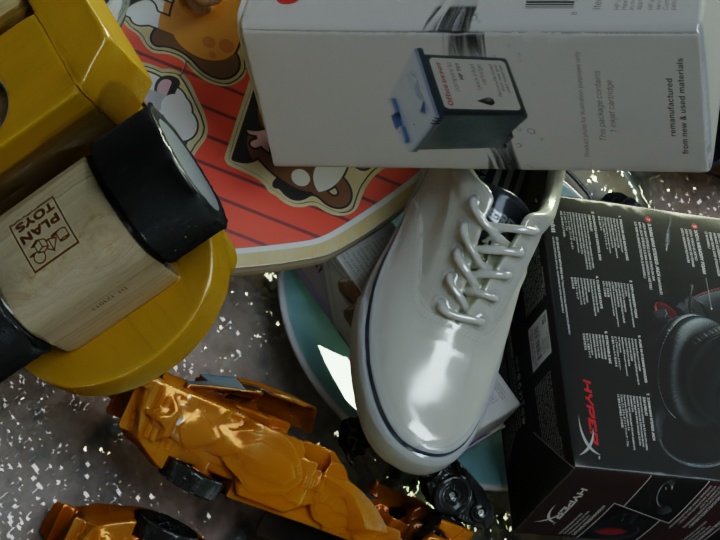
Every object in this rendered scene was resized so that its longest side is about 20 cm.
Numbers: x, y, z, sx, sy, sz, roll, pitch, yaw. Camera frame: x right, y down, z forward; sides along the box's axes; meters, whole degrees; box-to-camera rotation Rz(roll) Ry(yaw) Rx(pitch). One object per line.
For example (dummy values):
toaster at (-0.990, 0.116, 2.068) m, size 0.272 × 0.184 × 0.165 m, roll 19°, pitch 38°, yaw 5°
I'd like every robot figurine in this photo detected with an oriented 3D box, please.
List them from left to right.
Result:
robot figurine at (-0.036, 0.119, 0.954) m, size 0.199 × 0.058 × 0.146 m, roll 25°, pitch 93°, yaw -26°

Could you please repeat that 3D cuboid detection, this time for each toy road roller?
toy road roller at (-0.132, -0.040, 0.882) m, size 0.123 × 0.146 × 0.201 m, roll -34°, pitch 70°, yaw 4°

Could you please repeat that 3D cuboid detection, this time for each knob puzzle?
knob puzzle at (-0.052, -0.085, 0.990) m, size 0.218 × 0.030 × 0.221 m, roll 10°, pitch 59°, yaw -16°

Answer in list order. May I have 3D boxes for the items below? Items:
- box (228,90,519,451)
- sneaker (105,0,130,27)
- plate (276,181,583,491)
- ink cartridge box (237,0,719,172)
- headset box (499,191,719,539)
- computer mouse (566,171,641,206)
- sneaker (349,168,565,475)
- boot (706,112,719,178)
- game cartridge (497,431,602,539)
box at (0.000, 0.000, 1.006) m, size 0.041 × 0.039 × 0.200 m, roll -27°, pitch 75°, yaw -33°
sneaker at (-0.128, -0.158, 0.949) m, size 0.077 × 0.087 × 0.200 m, roll 34°, pitch 65°, yaw 27°
plate at (0.050, 0.021, 1.054) m, size 0.199 × 0.026 × 0.201 m, roll 10°, pitch 58°, yaw -16°
ink cartridge box at (0.061, -0.122, 0.941) m, size 0.147 × 0.198 × 0.086 m, roll -74°, pitch 158°, yaw -43°
headset box at (0.169, 0.054, 1.021) m, size 0.199 × 0.075 × 0.150 m, roll 6°, pitch 57°, yaw -19°
computer mouse at (0.113, -0.061, 1.137) m, size 0.200 × 0.034 × 0.059 m, roll 52°, pitch 54°, yaw -10°
sneaker at (0.046, -0.007, 0.953) m, size 0.073 × 0.071 × 0.201 m, roll 21°, pitch 63°, yaw -14°
boot at (0.212, -0.138, 1.218) m, size 0.097 × 0.074 × 0.201 m, roll 25°, pitch 58°, yaw -48°
game cartridge at (0.166, 0.082, 1.090) m, size 0.199 × 0.042 × 0.133 m, roll -27°, pitch 54°, yaw -33°
